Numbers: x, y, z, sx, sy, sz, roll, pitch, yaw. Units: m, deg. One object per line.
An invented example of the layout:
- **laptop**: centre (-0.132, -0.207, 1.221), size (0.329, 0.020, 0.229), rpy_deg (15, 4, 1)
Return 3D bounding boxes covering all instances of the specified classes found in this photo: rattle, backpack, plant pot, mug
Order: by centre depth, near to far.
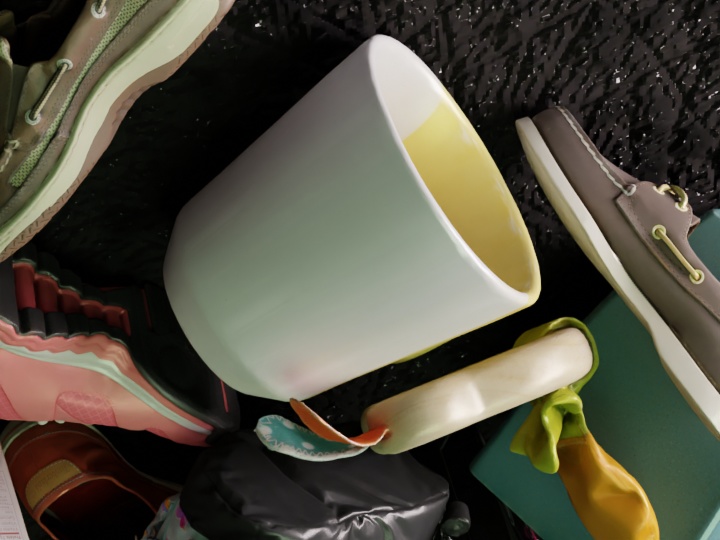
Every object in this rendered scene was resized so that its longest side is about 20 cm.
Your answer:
- **mug**: centre (-0.003, 0.001, 1.112), size (0.153, 0.150, 0.187), rpy_deg (-32, 116, 17)
- **rattle**: centre (0.050, 0.108, 1.133), size (0.199, 0.129, 0.144), rpy_deg (-21, 104, -53)
- **backpack**: centre (-0.053, 0.179, 1.201), size (0.166, 0.127, 0.201), rpy_deg (-1, 128, -38)
- **plant pot**: centre (0.193, 0.072, 1.254), size (0.141, 0.141, 0.201), rpy_deg (1, 126, -57)

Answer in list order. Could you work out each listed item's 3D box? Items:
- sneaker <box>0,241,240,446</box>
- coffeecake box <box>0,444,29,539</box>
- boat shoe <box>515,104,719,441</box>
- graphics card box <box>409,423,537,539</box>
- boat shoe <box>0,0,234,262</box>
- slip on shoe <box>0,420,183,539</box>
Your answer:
- **sneaker**: centre (-0.150, 0.047, 1.153), size (0.199, 0.074, 0.087), rpy_deg (28, 128, -36)
- **coffeecake box**: centre (-0.216, 0.189, 1.144), size (0.072, 0.201, 0.154), rpy_deg (1, 130, -25)
- **boat shoe**: centre (0.154, -0.007, 1.162), size (0.059, 0.201, 0.072), rpy_deg (-34, 170, 2)
- **graphics card box**: centre (0.087, 0.190, 1.341), size (0.051, 0.126, 0.200), rpy_deg (-23, 136, 7)
- **boat shoe**: centre (-0.145, -0.090, 1.023), size (0.075, 0.075, 0.202), rpy_deg (35, 104, -28)
- **slip on shoe**: centre (-0.128, 0.146, 1.247), size (0.074, 0.061, 0.200), rpy_deg (-35, 137, 7)
